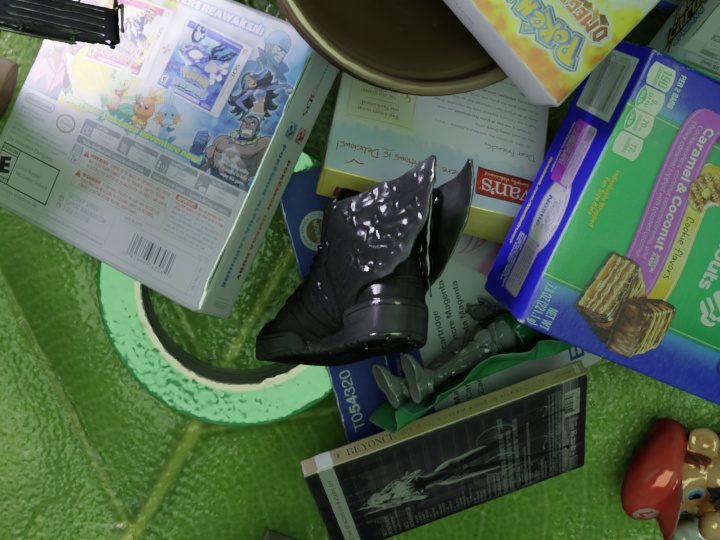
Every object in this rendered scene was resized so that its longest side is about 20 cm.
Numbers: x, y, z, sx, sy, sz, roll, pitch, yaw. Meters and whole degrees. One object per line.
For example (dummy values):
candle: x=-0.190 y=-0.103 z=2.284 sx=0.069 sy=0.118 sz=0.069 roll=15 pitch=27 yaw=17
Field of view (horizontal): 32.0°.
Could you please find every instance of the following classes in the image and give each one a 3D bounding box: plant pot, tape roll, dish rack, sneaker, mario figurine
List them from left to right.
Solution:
dish rack: x=-0.204 y=-0.196 z=0.725 sx=0.151 sy=0.201 sz=0.055 roll=8 pitch=123 yaw=-18
tape roll: x=-0.084 y=0.006 z=0.885 sx=0.197 sy=0.048 sz=0.204 roll=-1 pitch=96 yaw=-5
sneaker: x=-0.003 y=0.000 z=0.777 sx=0.059 sy=0.199 sz=0.106 roll=8 pitch=78 yaw=-32
plant pot: x=0.031 y=-0.202 z=0.722 sx=0.198 sy=0.093 sz=0.204 roll=-2 pitch=97 yaw=-13
mario figurine: x=0.287 y=0.165 z=0.910 sx=0.197 sy=0.106 sz=0.125 roll=-4 pitch=99 yaw=-6

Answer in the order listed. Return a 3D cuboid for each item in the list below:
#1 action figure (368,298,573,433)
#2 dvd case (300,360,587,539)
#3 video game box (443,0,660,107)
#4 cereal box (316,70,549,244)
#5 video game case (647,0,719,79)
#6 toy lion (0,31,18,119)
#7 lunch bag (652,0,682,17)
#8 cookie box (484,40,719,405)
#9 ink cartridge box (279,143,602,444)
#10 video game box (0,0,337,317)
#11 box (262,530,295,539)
action figure: x=0.103 y=0.039 z=0.824 sx=0.198 sy=0.118 sz=0.055 roll=-23 pitch=90 yaw=-30
dvd case: x=0.064 y=0.135 z=0.878 sx=0.198 sy=0.149 sz=0.016 roll=-20 pitch=57 yaw=-3
video game box: x=0.098 y=-0.222 z=0.662 sx=0.182 sy=0.047 sz=0.200 roll=-45 pitch=103 yaw=-1
cereal box: x=0.056 y=-0.125 z=0.836 sx=0.142 sy=0.040 sz=0.202 roll=15 pitch=63 yaw=-7
video game case: x=0.275 y=-0.109 z=0.787 sx=0.198 sy=0.046 sz=0.182 roll=19 pitch=140 yaw=-13
toy lion: x=-0.281 y=-0.071 z=0.788 sx=0.068 sy=0.200 sz=0.194 roll=19 pitch=76 yaw=-9
lunch bag: x=0.205 y=-0.228 z=0.806 sx=0.168 sy=0.200 sz=0.126 roll=17 pitch=95 yaw=-8
cookie box: x=0.202 y=-0.019 z=0.751 sx=0.198 sy=0.075 sz=0.173 roll=21 pitch=102 yaw=-18
ink cartridge box: x=0.060 y=0.002 z=0.869 sx=0.198 sy=0.043 sz=0.199 roll=-21 pitch=101 yaw=-24
video game box: x=-0.133 y=-0.094 z=0.812 sx=0.198 sy=0.047 sz=0.184 roll=26 pitch=94 yaw=24
box: x=0.006 y=0.282 z=0.886 sx=0.198 sy=0.128 sz=0.110 roll=22 pitch=94 yaw=-8
